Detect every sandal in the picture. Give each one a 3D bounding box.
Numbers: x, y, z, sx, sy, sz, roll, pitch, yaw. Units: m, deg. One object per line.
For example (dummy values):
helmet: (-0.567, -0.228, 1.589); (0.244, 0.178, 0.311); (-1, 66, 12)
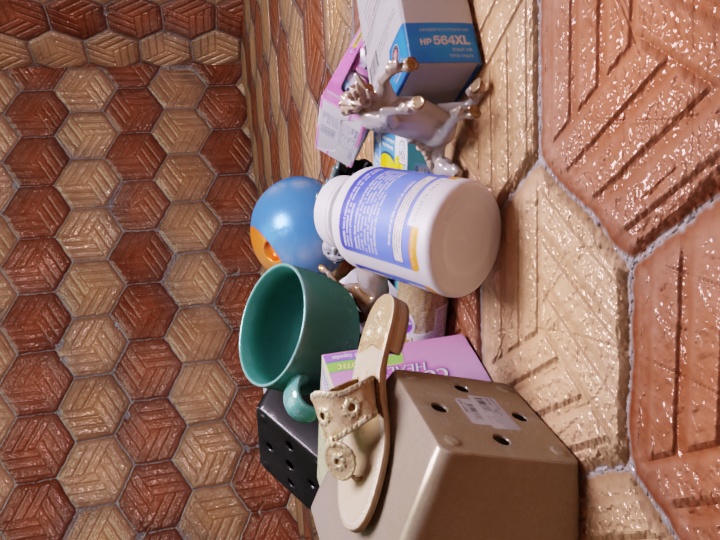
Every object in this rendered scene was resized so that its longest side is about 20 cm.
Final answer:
sandal: (-0.013, 0.112, 0.597); (0.077, 0.069, 0.216); (-29, 41, 53)

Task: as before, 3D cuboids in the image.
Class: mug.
mug: (-0.073, 0.096, 0.859); (0.150, 0.113, 0.190); (-6, 71, 49)

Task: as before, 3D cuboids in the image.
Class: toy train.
toy train: (-0.015, -0.095, 1.011); (0.201, 0.083, 0.117); (-69, -16, -57)

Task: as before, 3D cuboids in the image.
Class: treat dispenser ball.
treat dispenser ball: (-0.115, -0.078, 1.291); (0.201, 0.195, 0.207); (175, 90, -76)

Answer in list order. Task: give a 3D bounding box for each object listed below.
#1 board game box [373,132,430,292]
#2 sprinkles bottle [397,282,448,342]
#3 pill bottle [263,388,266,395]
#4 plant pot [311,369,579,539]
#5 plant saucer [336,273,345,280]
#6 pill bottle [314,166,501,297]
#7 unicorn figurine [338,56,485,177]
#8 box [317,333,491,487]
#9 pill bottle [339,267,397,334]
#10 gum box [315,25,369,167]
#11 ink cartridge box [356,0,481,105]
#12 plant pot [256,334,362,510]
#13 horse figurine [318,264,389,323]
board game box: (0.057, -0.085, 0.886); (0.151, 0.046, 0.206); (-128, 36, -67)
sprinkles bottle: (0.075, 0.055, 0.819); (0.069, 0.066, 0.205); (-120, 27, -59)
pill bottle: (-0.080, 0.210, 1.242); (0.116, 0.194, 0.119); (175, 90, -75)
plant pot: (0.082, 0.206, 0.607); (0.200, 0.195, 0.182); (-128, 50, -65)
plant saucer: (-0.047, 0.109, 1.416); (0.200, 0.034, 0.206); (175, 90, -76)
pill bottle: (0.039, -0.048, 0.697); (0.198, 0.110, 0.115); (19, 116, 48)
unicorn figurine: (0.066, -0.150, 0.690); (0.137, 0.197, 0.075); (-26, 40, 62)
box: (0.044, 0.191, 0.767); (0.097, 0.171, 0.204); (-117, 25, -52)
pill bottle: (-0.003, 0.076, 1.055); (0.201, 0.110, 0.116); (110, 151, -61)
gum box: (-0.006, -0.231, 0.902); (0.116, 0.065, 0.200); (-63, 2, -10)
ink cartridge box: (0.056, -0.279, 0.740); (0.146, 0.082, 0.206); (127, 137, -71)
plant pot: (-0.041, 0.221, 0.955); (0.198, 0.176, 0.203); (32, 137, 29)
horse figurine: (0.000, 0.000, 0.892); (0.131, 0.049, 0.204); (34, 132, 28)
